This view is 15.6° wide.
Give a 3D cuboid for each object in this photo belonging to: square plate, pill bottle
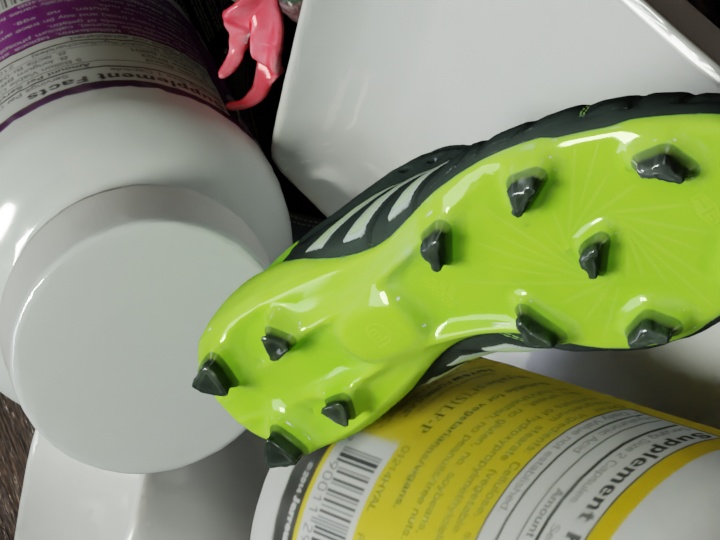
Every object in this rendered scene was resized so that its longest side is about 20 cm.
[{"bbox_3d":[0.061,-0.022,0.713,0.198,0.028,0.200,43,154,14],"label":"square plate"},{"bbox_3d":[-0.083,-0.019,0.843,0.200,0.112,0.113,-119,17,-60],"label":"pill bottle"},{"bbox_3d":[0.070,0.092,0.689,0.200,0.111,0.112,17,126,50],"label":"pill bottle"}]

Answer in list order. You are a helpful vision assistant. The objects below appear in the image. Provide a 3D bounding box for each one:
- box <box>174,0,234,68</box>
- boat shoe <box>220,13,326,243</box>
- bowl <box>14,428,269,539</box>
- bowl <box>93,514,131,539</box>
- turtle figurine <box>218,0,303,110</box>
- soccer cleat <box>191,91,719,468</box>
[{"bbox_3d":[-0.091,-0.084,1.002,0.110,0.035,0.200,3,129,39],"label":"box"},{"bbox_3d":[0.000,0.000,0.909,0.068,0.072,0.201,119,132,-66],"label":"boat shoe"},{"bbox_3d":[-0.074,0.086,0.978,0.200,0.074,0.200,-89,20,-44],"label":"bowl"},{"bbox_3d":[-0.051,0.166,1.120,0.201,0.090,0.202,43,-144,-41],"label":"bowl"},{"bbox_3d":[-0.031,-0.132,0.837,0.200,0.100,0.150,-130,27,-58],"label":"turtle figurine"},{"bbox_3d":[0.036,-0.010,0.666,0.200,0.081,0.068,-22,114,41],"label":"soccer cleat"}]
